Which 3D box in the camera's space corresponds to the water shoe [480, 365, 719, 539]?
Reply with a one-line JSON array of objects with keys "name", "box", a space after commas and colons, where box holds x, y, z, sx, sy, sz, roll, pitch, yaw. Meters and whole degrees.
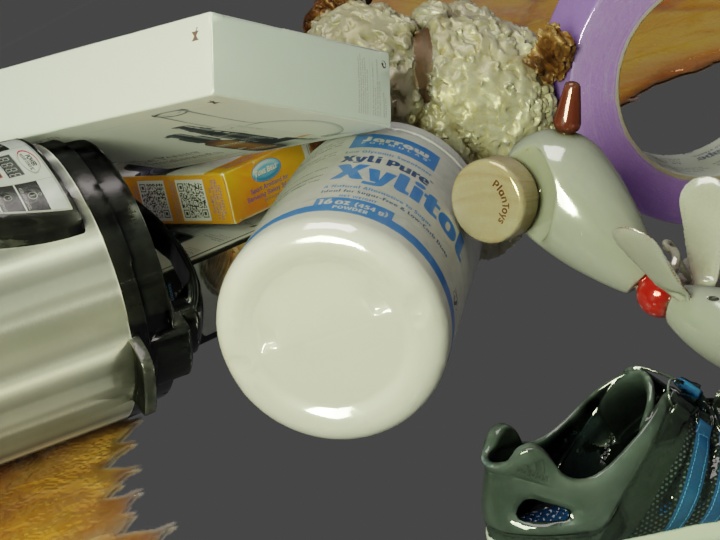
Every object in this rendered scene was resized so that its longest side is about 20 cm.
[{"name": "water shoe", "box": [0.148, 0.081, 0.747, 0.200, 0.079, 0.071, -18, 21, -21]}]

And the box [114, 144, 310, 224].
[{"name": "box", "box": [-0.120, -0.069, 1.167, 0.200, 0.042, 0.119, 4, 23, 41]}]

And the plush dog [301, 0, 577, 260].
[{"name": "plush dog", "box": [0.039, -0.120, 1.102, 0.171, 0.201, 0.161, 3, -21, -14]}]

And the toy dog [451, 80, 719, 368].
[{"name": "toy dog", "box": [0.155, -0.034, 0.927, 0.200, 0.097, 0.132, 24, 31, 8]}]

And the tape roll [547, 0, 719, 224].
[{"name": "tape roll", "box": [0.227, -0.136, 1.121, 0.200, 0.201, 0.066, -13, 20, -8]}]

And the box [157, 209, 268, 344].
[{"name": "box", "box": [-0.091, -0.012, 1.144, 0.200, 0.060, 0.116, -25, 24, -36]}]

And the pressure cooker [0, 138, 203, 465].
[{"name": "pressure cooker", "box": [-0.196, 0.016, 0.954, 0.200, 0.176, 0.179, -18, -2, -24]}]

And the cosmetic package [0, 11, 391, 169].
[{"name": "cosmetic package", "box": [-0.105, -0.102, 0.987, 0.200, 0.052, 0.151, -7, -9, 41]}]

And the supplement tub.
[{"name": "supplement tub", "box": [0.000, 0.000, 0.965, 0.132, 0.132, 0.200, -5, 21, 13]}]
